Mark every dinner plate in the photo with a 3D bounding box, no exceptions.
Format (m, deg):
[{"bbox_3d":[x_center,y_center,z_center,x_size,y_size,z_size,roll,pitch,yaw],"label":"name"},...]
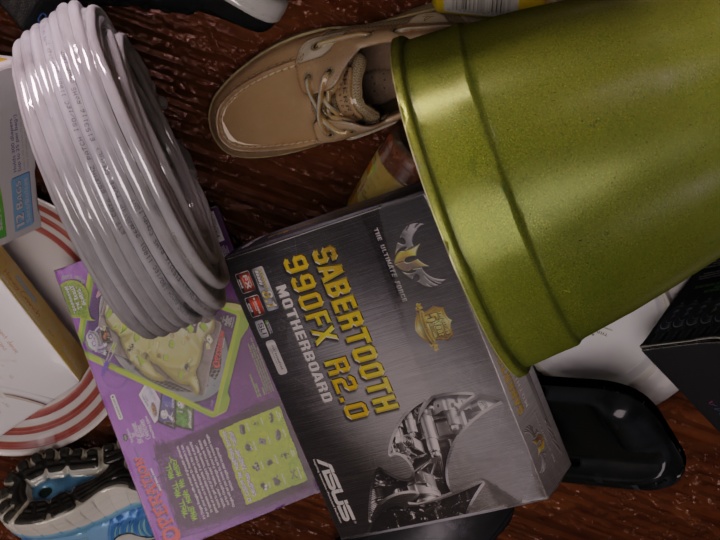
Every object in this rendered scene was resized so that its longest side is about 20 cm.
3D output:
[{"bbox_3d":[-0.252,0.035,1.057,0.197,0.024,0.203,2,110,4],"label":"dinner plate"}]

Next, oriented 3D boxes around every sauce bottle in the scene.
[{"bbox_3d":[0.000,0.000,0.994,0.066,0.066,0.201,30,117,-6],"label":"sauce bottle"}]

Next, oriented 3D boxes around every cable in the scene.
[{"bbox_3d":[-0.141,-0.059,0.888,0.069,0.201,0.201,-23,145,0],"label":"cable"}]

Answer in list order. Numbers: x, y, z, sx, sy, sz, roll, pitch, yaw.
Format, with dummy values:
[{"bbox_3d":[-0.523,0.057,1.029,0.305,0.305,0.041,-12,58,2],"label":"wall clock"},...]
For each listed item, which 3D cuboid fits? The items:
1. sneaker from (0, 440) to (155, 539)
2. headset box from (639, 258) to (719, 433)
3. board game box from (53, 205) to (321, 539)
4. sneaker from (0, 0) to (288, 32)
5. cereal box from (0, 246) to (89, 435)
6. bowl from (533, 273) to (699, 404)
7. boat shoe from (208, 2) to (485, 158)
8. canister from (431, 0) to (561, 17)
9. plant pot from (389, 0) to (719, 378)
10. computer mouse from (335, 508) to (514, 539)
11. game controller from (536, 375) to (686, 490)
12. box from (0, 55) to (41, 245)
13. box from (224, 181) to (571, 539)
[{"bbox_3d":[-0.151,0.160,1.079,0.197,0.079,0.090,-11,136,4],"label":"sneaker"},{"bbox_3d":[0.291,0.039,0.915,0.174,0.093,0.200,45,71,-11],"label":"headset box"},{"bbox_3d":[-0.112,0.072,1.007,0.119,0.032,0.202,-21,89,-3],"label":"board game box"},{"bbox_3d":[-0.149,-0.176,0.948,0.199,0.073,0.113,31,114,2],"label":"sneaker"},{"bbox_3d":[-0.304,0.064,1.040,0.199,0.040,0.144,-33,104,16],"label":"cereal box"},{"bbox_3d":[0.150,0.019,0.976,0.198,0.091,0.204,2,111,5],"label":"bowl"},{"bbox_3d":[-0.008,-0.119,0.953,0.198,0.065,0.072,-20,107,13],"label":"boat shoe"},{"bbox_3d":[0.146,-0.213,0.891,0.197,0.087,0.150,7,112,5],"label":"canister"},{"bbox_3d":[0.142,-0.068,0.830,0.191,0.201,0.202,-20,107,13],"label":"plant pot"},{"bbox_3d":[0.037,0.231,1.089,0.199,0.046,0.141,-30,104,15],"label":"computer mouse"},{"bbox_3d":[0.109,0.101,0.985,0.198,0.042,0.105,0,134,36],"label":"game controller"},{"bbox_3d":[-0.306,-0.078,0.938,0.198,0.101,0.114,11,114,30],"label":"box"},{"bbox_3d":[0.022,0.057,0.939,0.157,0.048,0.202,-16,102,33],"label":"box"}]
